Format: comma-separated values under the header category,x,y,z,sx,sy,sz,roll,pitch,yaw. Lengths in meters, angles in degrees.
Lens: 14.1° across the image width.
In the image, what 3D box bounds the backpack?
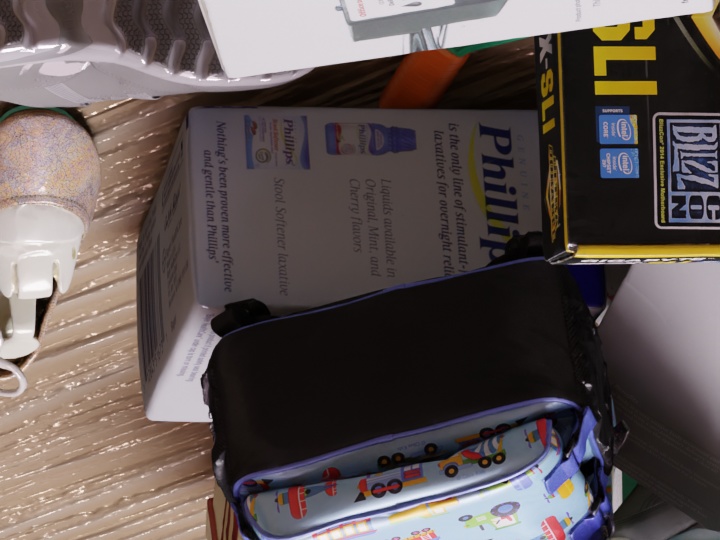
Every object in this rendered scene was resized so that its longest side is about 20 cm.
category,x,y,z,sx,sy,sz,roll,pitch,yaw
backpack,0.036,0.096,1.338,0.182,0.135,0.200,-13,146,6

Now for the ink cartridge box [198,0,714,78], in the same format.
category,x,y,z,sx,sy,sz,roll,pitch,yaw
ink cartridge box,0.030,-0.166,1.136,0.200,0.147,0.083,-7,152,3

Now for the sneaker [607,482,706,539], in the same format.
category,x,y,z,sx,sy,sz,roll,pitch,yaw
sneaker,0.182,0.086,1.561,0.075,0.200,0.079,-21,105,46

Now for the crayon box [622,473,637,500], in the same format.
category,x,y,z,sx,sy,sz,roll,pitch,yaw
crayon box,0.241,0.156,1.834,0.200,0.058,0.173,22,140,-41

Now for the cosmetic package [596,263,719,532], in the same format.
category,x,y,z,sx,sy,sz,roll,pitch,yaw
cosmetic package,0.174,0.025,1.366,0.107,0.090,0.200,35,142,8

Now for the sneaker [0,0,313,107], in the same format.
category,x,y,z,sx,sy,sz,roll,pitch,yaw
sneaker,-0.115,-0.110,1.300,0.200,0.075,0.082,3,164,-4

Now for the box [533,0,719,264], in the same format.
category,x,y,z,sx,sy,sz,roll,pitch,yaw
box,0.154,-0.103,1.221,0.160,0.200,0.049,0,174,-9

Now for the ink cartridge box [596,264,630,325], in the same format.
category,x,y,z,sx,sy,sz,roll,pitch,yaw
ink cartridge box,0.223,0.001,1.441,0.147,0.083,0.200,46,144,-11

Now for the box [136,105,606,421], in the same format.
category,x,y,z,sx,sy,sz,roll,pitch,yaw
box,0.000,0.000,1.437,0.200,0.105,0.184,1,161,-12

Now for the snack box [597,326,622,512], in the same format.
category,x,y,z,sx,sy,sz,roll,pitch,yaw
snack box,0.113,0.110,1.543,0.037,0.116,0.200,1,-166,10

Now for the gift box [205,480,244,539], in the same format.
category,x,y,z,sx,sy,sz,roll,pitch,yaw
gift box,0.007,0.154,1.668,0.184,0.200,0.187,2,134,-6

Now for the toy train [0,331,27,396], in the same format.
category,x,y,z,sx,sy,sz,roll,pitch,yaw
toy train,-0.261,0.006,1.450,0.200,0.056,0.150,5,145,17

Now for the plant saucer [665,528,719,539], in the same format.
category,x,y,z,sx,sy,sz,roll,pitch,yaw
plant saucer,0.092,0.166,1.361,0.200,0.027,0.200,-24,172,-4

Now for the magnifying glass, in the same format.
category,x,y,z,sx,sy,sz,roll,pitch,yaw
magnifying glass,0.048,-0.118,1.326,0.080,0.022,0.200,35,150,0

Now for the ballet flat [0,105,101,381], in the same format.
category,x,y,z,sx,sy,sz,roll,pitch,yaw
ballet flat,-0.168,-0.005,1.457,0.068,0.067,0.200,0,150,-13
